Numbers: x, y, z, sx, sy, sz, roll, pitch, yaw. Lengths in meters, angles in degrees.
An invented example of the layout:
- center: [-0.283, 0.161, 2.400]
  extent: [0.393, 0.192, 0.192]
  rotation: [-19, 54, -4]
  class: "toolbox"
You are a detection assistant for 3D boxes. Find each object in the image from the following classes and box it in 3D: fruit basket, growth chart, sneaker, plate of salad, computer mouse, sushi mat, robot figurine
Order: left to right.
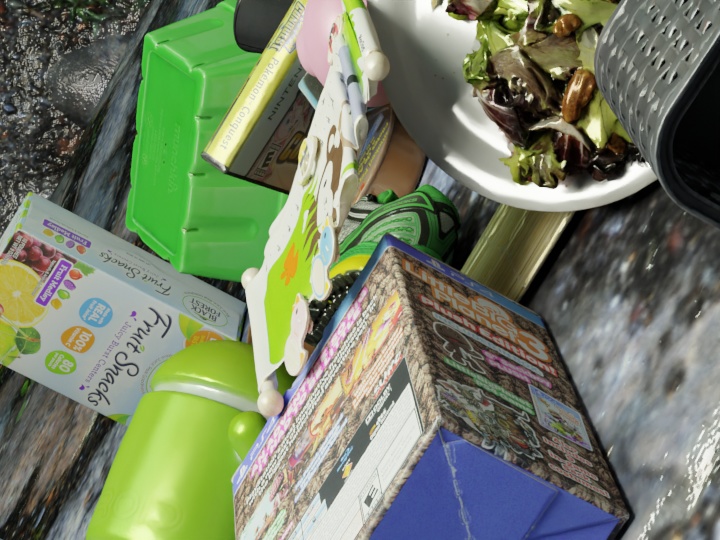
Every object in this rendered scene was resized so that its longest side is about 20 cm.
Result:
- center: [-0.096, 0.132, 1.140]
  extent: [0.175, 0.115, 0.202]
  rotation: [-28, 38, 61]
  class: "robot figurine"
- center: [-0.074, -0.103, 1.428]
  extent: [0.155, 0.215, 0.217]
  rotation: [36, 99, 45]
  class: "fruit basket"
- center: [-0.024, -0.039, 0.931]
  extent: [0.145, 0.018, 0.202]
  rotation: [-113, 39, -65]
  class: "growth chart"
- center: [0.000, 0.000, 1.143]
  extent: [0.199, 0.078, 0.086]
  rotation: [-12, 43, 55]
  class: "sneaker"
- center: [0.002, -0.212, 1.291]
  extent: [0.046, 0.199, 0.142]
  rotation: [36, 120, 31]
  class: "computer mouse"
- center: [0.079, -0.006, 0.995]
  extent: [0.201, 0.012, 0.096]
  rotation: [-59, 15, 12]
  class: "sushi mat"
- center: [0.085, -0.127, 0.877]
  extent: [0.201, 0.200, 0.048]
  rotation: [-55, -18, 24]
  class: "plate of salad"

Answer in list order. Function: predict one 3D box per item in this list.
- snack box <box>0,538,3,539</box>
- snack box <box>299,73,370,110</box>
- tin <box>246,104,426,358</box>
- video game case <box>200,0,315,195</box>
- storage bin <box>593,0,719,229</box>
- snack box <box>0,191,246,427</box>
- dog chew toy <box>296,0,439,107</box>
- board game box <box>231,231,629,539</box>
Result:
- center: [-0.429, 0.376, 1.937]
  extent: [0.202, 0.037, 0.116]
  rotation: [-68, 16, -15]
  class: "snack box"
- center: [0.055, -0.181, 1.165]
  extent: [0.116, 0.037, 0.200]
  rotation: [-26, -17, -51]
  class: "snack box"
- center: [-0.016, -0.022, 1.274]
  extent: [0.201, 0.042, 0.112]
  rotation: [-60, 12, 9]
  class: "tin"
- center: [-0.016, -0.136, 1.269]
  extent: [0.182, 0.025, 0.200]
  rotation: [-58, -19, 6]
  class: "video game case"
- center: [0.183, -0.098, 0.591]
  extent: [0.201, 0.134, 0.094]
  rotation: [-57, 17, 18]
  class: "storage bin"
- center: [-0.213, 0.041, 1.494]
  extent: [0.142, 0.199, 0.053]
  rotation: [-50, 20, 36]
  class: "snack box"
- center: [0.056, -0.143, 0.984]
  extent: [0.198, 0.125, 0.125]
  rotation: [-13, 42, 25]
  class: "dog chew toy"
- center: [0.022, 0.104, 0.849]
  extent: [0.160, 0.096, 0.200]
  rotation: [-58, 17, 17]
  class: "board game box"
